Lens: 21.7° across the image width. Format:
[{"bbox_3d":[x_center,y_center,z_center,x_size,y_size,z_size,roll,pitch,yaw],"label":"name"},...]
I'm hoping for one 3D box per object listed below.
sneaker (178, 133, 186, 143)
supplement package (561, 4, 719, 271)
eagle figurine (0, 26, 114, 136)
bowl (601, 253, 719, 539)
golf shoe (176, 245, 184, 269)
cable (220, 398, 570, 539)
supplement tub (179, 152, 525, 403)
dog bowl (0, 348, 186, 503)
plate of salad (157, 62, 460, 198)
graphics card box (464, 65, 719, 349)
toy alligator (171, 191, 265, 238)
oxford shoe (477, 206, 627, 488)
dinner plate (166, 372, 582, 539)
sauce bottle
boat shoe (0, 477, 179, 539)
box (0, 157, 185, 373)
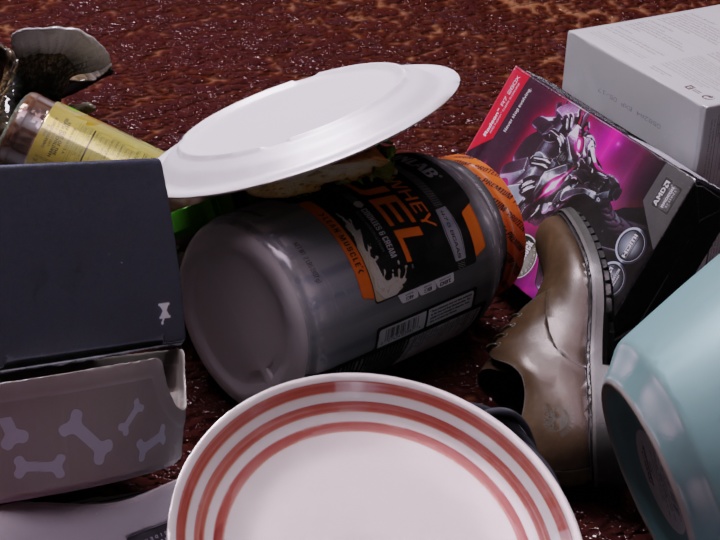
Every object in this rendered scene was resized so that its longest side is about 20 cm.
[{"bbox_3d":[-0.039,-0.047,1.281,0.200,0.071,0.073,11,29,10],"label":"sneaker"},{"bbox_3d":[0.261,-0.088,1.310,0.200,0.151,0.152,-13,32,-27],"label":"supplement package"},{"bbox_3d":[-0.252,-0.127,1.352,0.151,0.152,0.200,-23,38,-5],"label":"eagle figurine"},{"bbox_3d":[0.194,0.089,0.964,0.105,0.201,0.201,-21,33,-6],"label":"bowl"},{"bbox_3d":[-0.204,0.004,1.191,0.200,0.078,0.097,12,47,24],"label":"golf shoe"},{"bbox_3d":[0.019,0.132,0.936,0.163,0.051,0.200,37,51,16],"label":"cable"},{"bbox_3d":[0.000,0.000,1.146,0.200,0.123,0.123,-23,38,-40],"label":"supplement tub"},{"bbox_3d":[-0.182,0.082,0.960,0.200,0.059,0.200,-9,0,0],"label":"dog bowl"},{"bbox_3d":[-0.033,-0.076,1.124,0.200,0.048,0.200,-18,18,6],"label":"plate of salad"},{"bbox_3d":[0.140,-0.040,1.232,0.051,0.126,0.200,21,14,-41],"label":"graphics card box"},{"bbox_3d":[-0.036,-0.051,1.210,0.200,0.059,0.054,-12,-11,-25],"label":"toy alligator"},{"bbox_3d":[0.109,0.039,1.104,0.084,0.073,0.200,-4,45,7],"label":"oxford shoe"},{"bbox_3d":[0.008,0.134,0.882,0.200,0.024,0.200,8,48,-9],"label":"dinner plate"},{"bbox_3d":[-0.140,-0.049,1.236,0.200,0.065,0.065,26,28,-6],"label":"sauce bottle"},{"bbox_3d":[-0.131,0.142,0.926,0.200,0.066,0.072,-18,77,-37],"label":"boat shoe"},{"bbox_3d":[-0.216,0.005,1.011,0.200,0.104,0.148,-8,-1,39],"label":"box"}]
